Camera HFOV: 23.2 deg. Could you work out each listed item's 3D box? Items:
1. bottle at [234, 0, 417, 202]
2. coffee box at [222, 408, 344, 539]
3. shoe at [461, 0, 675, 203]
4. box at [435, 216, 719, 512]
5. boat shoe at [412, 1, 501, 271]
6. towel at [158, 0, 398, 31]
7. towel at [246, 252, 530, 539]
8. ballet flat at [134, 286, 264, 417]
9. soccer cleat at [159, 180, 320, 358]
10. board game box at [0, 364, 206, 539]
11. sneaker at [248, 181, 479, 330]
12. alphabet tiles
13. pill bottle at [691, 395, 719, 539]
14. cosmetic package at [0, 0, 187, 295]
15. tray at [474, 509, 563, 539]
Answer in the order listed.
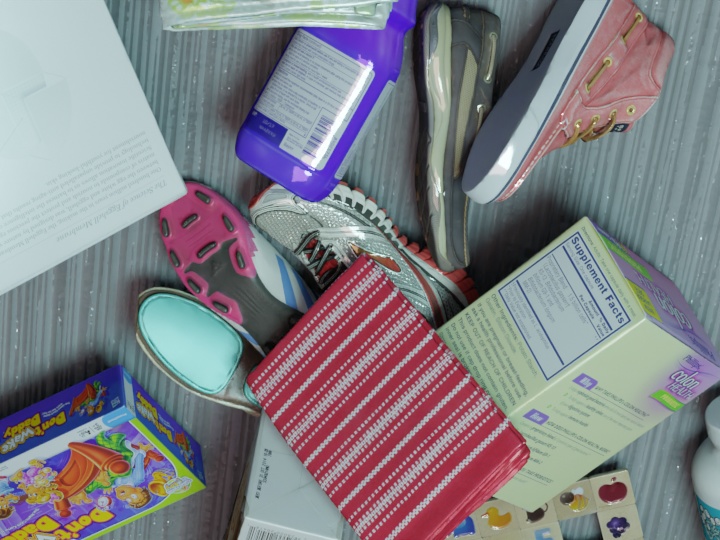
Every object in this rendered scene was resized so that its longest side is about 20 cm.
[{"bbox_3d":[-0.013,-0.152,1.277,0.083,0.065,0.201,31,95,14],"label":"bottle"},{"bbox_3d":[-0.066,0.214,1.398,0.079,0.115,0.201,14,138,-5],"label":"coffee box"},{"bbox_3d":[0.155,-0.115,1.266,0.091,0.071,0.201,36,72,-17],"label":"shoe"},{"bbox_3d":[0.149,0.077,1.332,0.199,0.097,0.176,-37,148,17],"label":"box"},{"bbox_3d":[0.080,-0.098,1.303,0.072,0.075,0.202,-3,104,-6],"label":"boat shoe"},{"bbox_3d":[-0.060,-0.266,1.219,0.169,0.048,0.202,-2,88,0],"label":"towel"},{"bbox_3d":[0.017,0.106,1.276,0.145,0.022,0.200,-46,65,14],"label":"towel"},{"bbox_3d":[-0.101,0.080,1.403,0.199,0.062,0.068,34,83,-12],"label":"ballet flat"},{"bbox_3d":[-0.082,0.014,1.376,0.070,0.086,0.200,-41,84,12],"label":"soccer cleat"},{"bbox_3d":[-0.244,0.167,1.426,0.199,0.045,0.135,-25,137,12],"label":"board game box"},{"bbox_3d":[0.000,0.000,1.341,0.199,0.083,0.078,33,146,-11],"label":"sneaker"},{"bbox_3d":[0.146,0.260,1.486,0.198,0.008,0.169,-13,113,7],"label":"alphabet tiles"},{"bbox_3d":[0.331,0.197,1.421,0.110,0.111,0.202,-13,113,7],"label":"pill bottle"},{"bbox_3d":[-0.262,-0.106,1.251,0.198,0.123,0.202,-29,113,-18],"label":"cosmetic package"},{"bbox_3d":[0.115,0.255,1.500,0.198,0.022,0.108,21,114,-8],"label":"tray"}]
